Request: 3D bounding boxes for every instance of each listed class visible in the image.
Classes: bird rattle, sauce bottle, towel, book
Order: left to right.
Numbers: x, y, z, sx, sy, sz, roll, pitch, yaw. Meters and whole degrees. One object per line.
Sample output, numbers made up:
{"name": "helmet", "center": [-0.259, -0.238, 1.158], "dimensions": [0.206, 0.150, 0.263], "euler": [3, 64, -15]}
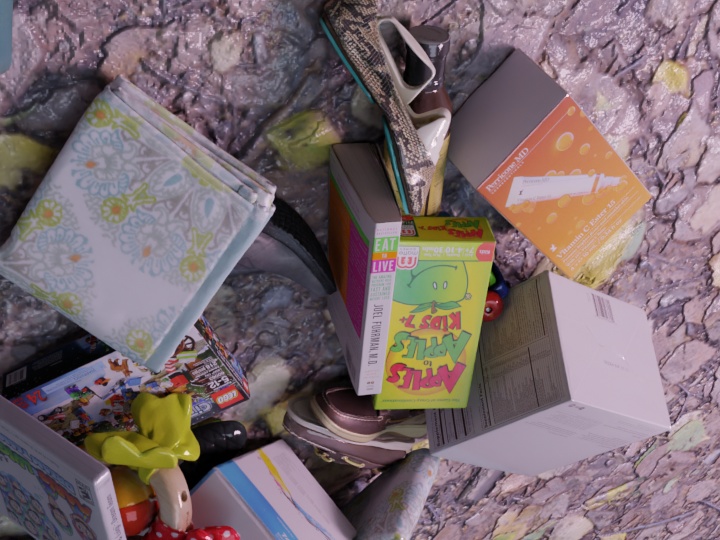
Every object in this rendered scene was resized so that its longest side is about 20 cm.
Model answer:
{"name": "towel", "center": [-0.187, -0.034, 0.828], "dimensions": [0.170, 0.048, 0.201], "euler": [35, 105, -10]}
{"name": "bird rattle", "center": [-0.199, 0.221, 0.941], "dimensions": [0.160, 0.113, 0.204], "euler": [-10, 106, 30]}
{"name": "book", "center": [0.000, 0.000, 0.952], "dimensions": [0.047, 0.135, 0.203], "euler": [-4, 129, -13]}
{"name": "towel", "center": [0.009, 0.315, 1.176], "dimensions": [0.048, 0.172, 0.200], "euler": [41, 119, -6]}
{"name": "sauce bottle", "center": [0.055, -0.129, 0.931], "dimensions": [0.063, 0.065, 0.203], "euler": [-10, 129, -22]}

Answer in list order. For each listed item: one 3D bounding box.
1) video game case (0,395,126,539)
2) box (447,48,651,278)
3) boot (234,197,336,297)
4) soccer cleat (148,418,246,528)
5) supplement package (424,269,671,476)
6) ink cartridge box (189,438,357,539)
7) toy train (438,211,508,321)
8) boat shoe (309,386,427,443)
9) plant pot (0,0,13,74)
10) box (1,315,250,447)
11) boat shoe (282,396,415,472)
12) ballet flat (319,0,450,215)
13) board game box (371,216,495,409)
{"name": "video game case", "center": [-0.293, 0.206, 0.921], "dimensions": [0.024, 0.197, 0.185], "euler": [-41, 144, -39]}
{"name": "box", "center": [0.187, -0.104, 1.003], "dimensions": [0.124, 0.098, 0.199], "euler": [-45, 133, 11]}
{"name": "boot", "center": [-0.120, -0.014, 0.935], "dimensions": [0.131, 0.070, 0.200], "euler": [-36, 130, 12]}
{"name": "soccer cleat", "center": [-0.206, 0.230, 1.058], "dimensions": [0.197, 0.081, 0.068], "euler": [-27, 134, -8]}
{"name": "supplement package", "center": [0.201, 0.124, 1.107], "dimensions": [0.189, 0.150, 0.199], "euler": [19, 144, -39]}
{"name": "ink cartridge box", "center": [-0.120, 0.295, 1.057], "dimensions": [0.147, 0.146, 0.200], "euler": [-45, 169, 10]}
{"name": "toy train", "center": [0.048, 0.032, 1.056], "dimensions": [0.198, 0.085, 0.116], "euler": [-34, 119, 12]}
{"name": "boat shoe", "center": [0.025, 0.147, 1.124], "dimensions": [0.198, 0.072, 0.073], "euler": [13, 120, -46]}
{"name": "plant pot", "center": [-0.296, -0.220, 0.577], "dimensions": [0.197, 0.200, 0.164], "euler": [4, 112, -31]}
{"name": "box", "center": [-0.224, 0.113, 0.957], "dimensions": [0.197, 0.038, 0.137], "euler": [-24, 134, 6]}
{"name": "boat shoe", "center": [-0.019, 0.196, 1.147], "dimensions": [0.198, 0.072, 0.060], "euler": [20, 112, -45]}
{"name": "ballet flat", "center": [0.035, -0.148, 0.855], "dimensions": [0.074, 0.068, 0.203], "euler": [-23, 105, 8]}
{"name": "board game box", "center": [0.068, 0.046, 0.985], "dimensions": [0.099, 0.048, 0.203], "euler": [0, 122, -9]}
